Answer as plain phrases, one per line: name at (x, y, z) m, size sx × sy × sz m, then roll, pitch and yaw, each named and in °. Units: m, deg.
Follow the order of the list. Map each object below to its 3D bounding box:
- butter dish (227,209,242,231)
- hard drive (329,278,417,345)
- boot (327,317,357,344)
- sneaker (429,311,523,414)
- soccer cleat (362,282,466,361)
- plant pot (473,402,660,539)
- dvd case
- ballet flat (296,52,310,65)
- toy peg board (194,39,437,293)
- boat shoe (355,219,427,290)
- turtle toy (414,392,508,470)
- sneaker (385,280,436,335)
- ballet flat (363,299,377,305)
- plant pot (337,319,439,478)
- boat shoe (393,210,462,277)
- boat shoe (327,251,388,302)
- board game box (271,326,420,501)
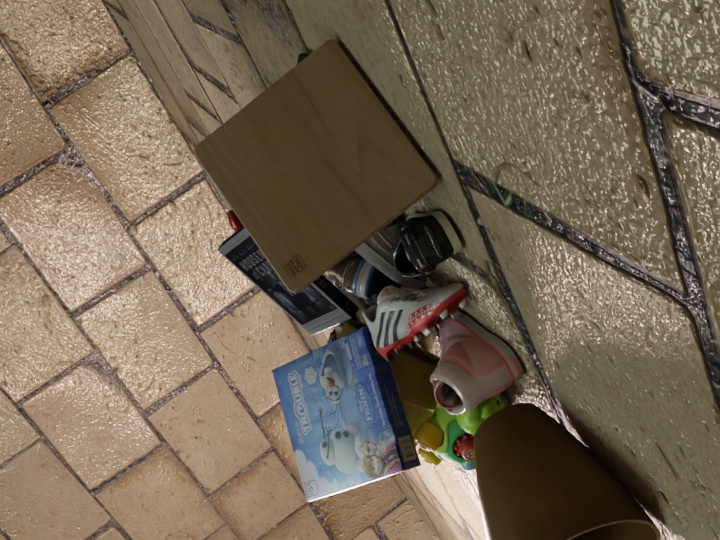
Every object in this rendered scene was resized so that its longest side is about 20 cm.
butter dish at (-0.164, -0.112, 1.664) m, size 0.200 × 0.146 × 0.201 m, roll 70°, pitch 176°, yaw -61°
hard drive at (0.033, 0.086, 1.607) m, size 0.201 × 0.025 × 0.132 m, roll 55°, pitch -162°, yaw 9°
boot at (-0.031, 0.119, 1.587) m, size 0.200 × 0.097 × 0.075 m, roll 40°, pitch -159°, yaw -32°
sneaker at (0.121, 0.119, 1.211) m, size 0.076 × 0.104 × 0.200 m, roll 57°, pitch 172°, yaw -19°
soccer cleat at (0.064, 0.050, 1.220) m, size 0.086 × 0.068 × 0.200 m, roll 58°, pitch 146°, yaw 8°
plant pot at (0.208, 0.259, 1.081) m, size 0.187 × 0.185 × 0.201 m, roll 67°, pitch 178°, yaw -48°
dvd case at (-0.109, 0.011, 1.388) m, size 0.200 × 0.025 × 0.150 m, roll 42°, pitch 153°, yaw -12°
ballet flat at (-0.039, -0.169, 1.164) m, size 0.201 × 0.068 × 0.068 m, roll 58°, pitch 169°, yaw -5°
toy peg board at (-0.043, -0.109, 1.060) m, size 0.201 × 0.198 × 0.098 m, roll 54°, pitch -174°, yaw 12°
boat shoe at (0.025, -0.048, 1.247) m, size 0.199 × 0.066 × 0.072 m, roll 38°, pitch -169°, yaw -21°
turtle toy at (0.150, 0.204, 1.297) m, size 0.100 × 0.146 × 0.200 m, roll 29°, pitch 162°, yaw 19°
sneaker at (0.068, 0.053, 1.361) m, size 0.091 × 0.075 × 0.200 m, roll 62°, pitch 169°, yaw 2°
ballet flat at (0.006, -0.007, 1.505) m, size 0.070 × 0.069 × 0.200 m, roll 51°, pitch 172°, yaw 27°
plant pot at (0.032, 0.201, 1.433) m, size 0.199 × 0.191 × 0.201 m, roll 24°, pitch -177°, yaw -1°
boat shoe at (0.064, -0.026, 1.136) m, size 0.072 × 0.067 × 0.200 m, roll 54°, pitch 172°, yaw -1°
boat shoe at (0.000, 0.000, 1.360) m, size 0.072 × 0.073 × 0.200 m, roll 19°, pitch 179°, yaw 10°
board game box at (-0.026, 0.206, 1.340) m, size 0.198 × 0.043 × 0.202 m, roll -28°, pitch 73°, yaw 39°
